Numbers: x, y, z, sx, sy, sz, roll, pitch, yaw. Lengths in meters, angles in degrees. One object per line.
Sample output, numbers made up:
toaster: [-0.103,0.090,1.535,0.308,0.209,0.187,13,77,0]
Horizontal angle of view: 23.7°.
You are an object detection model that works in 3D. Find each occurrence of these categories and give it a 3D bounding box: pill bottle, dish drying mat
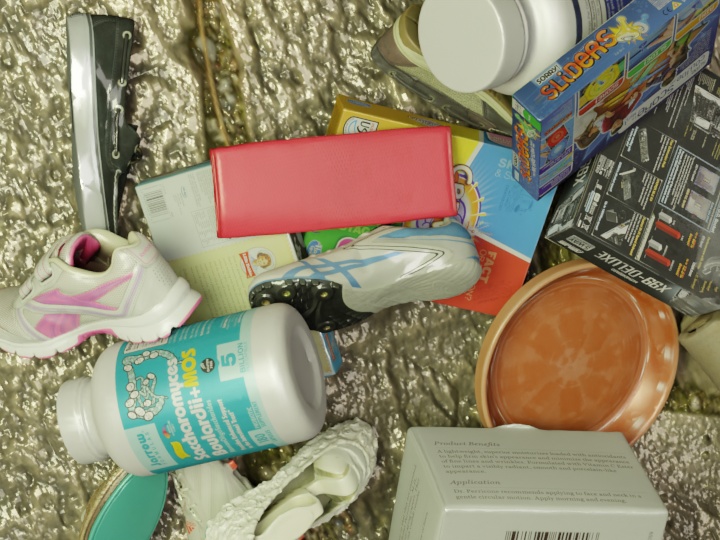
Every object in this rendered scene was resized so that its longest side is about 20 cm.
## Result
pill bottle: [0.145,-0.207,1.398,0.200,0.120,0.120,-20,104,-42]
pill bottle: [-0.135,0.099,1.355,0.200,0.111,0.111,-15,102,14]
dish drying mat: [-0.021,-0.072,1.393,0.200,0.018,0.077,-6,96,-13]

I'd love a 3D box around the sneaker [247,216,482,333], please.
sneaker: [0.000,0.000,1.403,0.200,0.073,0.072,-11,143,-19]

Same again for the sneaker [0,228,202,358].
sneaker: [-0.226,0.010,1.369,0.200,0.081,0.088,-10,118,26]

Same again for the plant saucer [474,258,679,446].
plant saucer: [0.190,0.084,1.517,0.200,0.032,0.200,-8,111,-21]

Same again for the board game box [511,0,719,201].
board game box: [0.207,-0.155,1.386,0.200,0.135,0.034,-38,67,-13]

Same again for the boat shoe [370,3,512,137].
boat shoe: [0.095,-0.160,1.465,0.201,0.066,0.072,26,57,-33]

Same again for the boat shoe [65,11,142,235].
boat shoe: [-0.207,-0.111,1.400,0.057,0.069,0.200,-4,97,-13]

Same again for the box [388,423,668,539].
box: [0.133,0.249,1.470,0.199,0.131,0.200,3,116,-13]

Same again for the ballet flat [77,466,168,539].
ballet flat: [-0.220,0.236,1.444,0.070,0.065,0.200,17,97,-38]

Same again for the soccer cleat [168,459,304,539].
soccer cleat: [-0.131,0.189,1.461,0.078,0.069,0.200,-40,107,-2]

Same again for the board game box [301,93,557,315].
board game box: [0.056,-0.053,1.462,0.200,0.040,0.153,12,111,-14]

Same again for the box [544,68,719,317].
box: [0.267,-0.083,1.488,0.158,0.050,0.200,27,71,-16]

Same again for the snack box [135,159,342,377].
snack box: [-0.100,0.005,1.435,0.116,0.037,0.200,-14,102,14]

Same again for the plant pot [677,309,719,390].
plant pot: [0.389,0.073,1.514,0.183,0.200,0.200,43,87,-3]

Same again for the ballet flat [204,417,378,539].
ballet flat: [-0.042,0.192,1.440,0.200,0.072,0.072,-34,106,-35]
